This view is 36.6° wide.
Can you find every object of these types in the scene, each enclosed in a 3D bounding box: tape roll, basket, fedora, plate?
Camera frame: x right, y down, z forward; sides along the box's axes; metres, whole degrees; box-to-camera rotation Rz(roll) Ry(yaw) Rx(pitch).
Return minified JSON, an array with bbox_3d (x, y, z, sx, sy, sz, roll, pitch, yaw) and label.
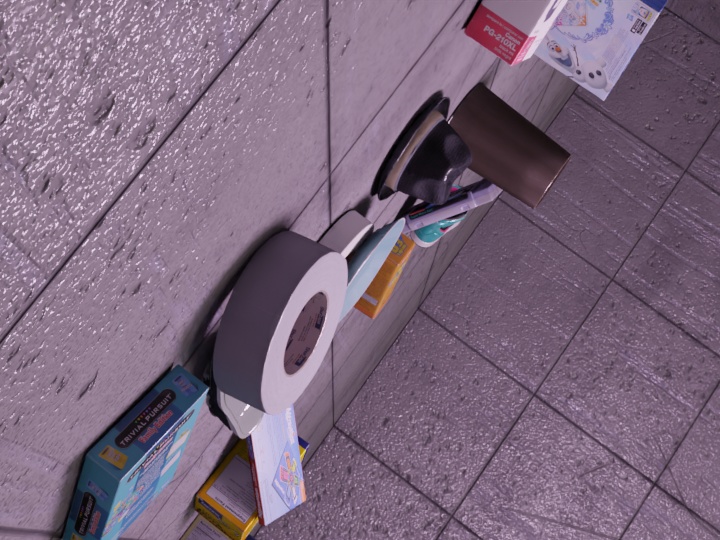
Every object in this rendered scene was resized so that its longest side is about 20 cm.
[{"bbox_3d":[-0.088,0.060,1.243,0.201,0.065,0.201,-57,160,-33],"label":"tape roll"},{"bbox_3d":[0.251,-0.209,1.876,0.137,0.199,0.180,-56,173,18],"label":"basket"},{"bbox_3d":[0.107,-0.158,1.598,0.202,0.091,0.201,-54,172,-10],"label":"fedora"},{"bbox_3d":[-0.052,0.007,1.543,0.204,0.037,0.203,-53,173,-9],"label":"tape roll"},{"bbox_3d":[0.000,0.000,1.605,0.201,0.025,0.200,-55,173,-10],"label":"plate"}]

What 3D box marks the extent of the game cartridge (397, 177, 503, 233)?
[{"bbox_3d":[0.163,-0.123,1.970,0.198,0.039,0.129,-20,-174,28],"label":"game cartridge"}]

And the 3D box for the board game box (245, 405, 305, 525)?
[{"bbox_3d":[-0.147,0.328,1.879,0.102,0.019,0.203,-23,115,-42],"label":"board game box"}]

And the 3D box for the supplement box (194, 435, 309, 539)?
[{"bbox_3d":[-0.196,0.373,1.962,0.200,0.108,0.110,-51,171,-26],"label":"supplement box"}]

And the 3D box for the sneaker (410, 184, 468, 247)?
[{"bbox_3d":[0.187,-0.140,2.249,0.200,0.084,0.121,-47,179,-41],"label":"sneaker"}]

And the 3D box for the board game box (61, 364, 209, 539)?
[{"bbox_3d":[-0.247,0.214,1.185,0.151,0.047,0.201,-47,169,-44],"label":"board game box"}]

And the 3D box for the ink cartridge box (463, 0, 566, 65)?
[{"bbox_3d":[0.237,-0.386,1.453,0.201,0.084,0.145,-58,172,23],"label":"ink cartridge box"}]

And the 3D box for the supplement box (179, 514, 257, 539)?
[{"bbox_3d":[-0.281,0.595,2.104,0.200,0.133,0.201,-52,154,-18],"label":"supplement box"}]

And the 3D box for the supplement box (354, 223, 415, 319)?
[{"bbox_3d":[0.035,0.005,1.963,0.067,0.068,0.201,-52,170,-32],"label":"supplement box"}]

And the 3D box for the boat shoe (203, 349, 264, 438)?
[{"bbox_3d":[-0.164,0.138,1.327,0.076,0.060,0.201,-47,156,-30],"label":"boat shoe"}]

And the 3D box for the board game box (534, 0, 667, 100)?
[{"bbox_3d":[0.319,-0.374,1.590,0.044,0.198,0.201,-51,172,-30],"label":"board game box"}]
